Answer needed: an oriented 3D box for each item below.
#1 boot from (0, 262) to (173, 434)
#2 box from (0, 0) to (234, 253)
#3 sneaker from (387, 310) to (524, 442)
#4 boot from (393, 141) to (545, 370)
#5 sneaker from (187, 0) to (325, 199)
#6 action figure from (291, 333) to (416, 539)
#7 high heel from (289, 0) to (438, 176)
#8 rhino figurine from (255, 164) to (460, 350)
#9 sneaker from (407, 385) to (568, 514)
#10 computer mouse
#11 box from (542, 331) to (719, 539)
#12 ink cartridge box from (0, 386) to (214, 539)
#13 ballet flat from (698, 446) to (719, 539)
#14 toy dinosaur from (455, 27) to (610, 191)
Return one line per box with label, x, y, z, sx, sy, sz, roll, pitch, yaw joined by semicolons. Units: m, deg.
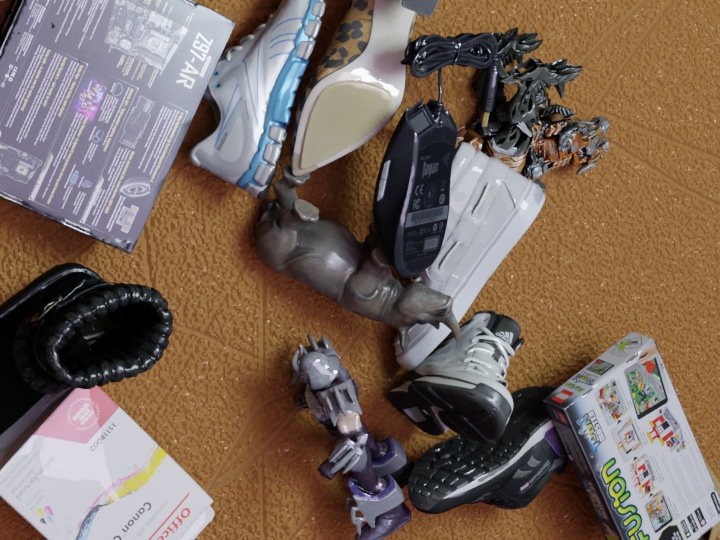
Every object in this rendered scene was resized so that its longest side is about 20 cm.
boot;-0.250;0.077;1.634;0.211;0.158;0.079;-46;117;-12
box;-0.211;-0.137;1.655;0.160;0.044;0.201;24;89;-21
sneaker;0.097;0.077;1.797;0.076;0.200;0.115;42;77;-12
boot;0.064;-0.016;1.822;0.095;0.074;0.200;34;107;-5
sneaker;-0.085;-0.165;1.724;0.086;0.075;0.201;18;81;-3
action figure;-0.013;0.136;1.791;0.069;0.130;0.200;-21;128;9
high heel;-0.003;-0.176;1.751;0.071;0.143;0.200;30;107;-20
rhino figurine;0.000;0.000;1.766;0.200;0.088;0.060;33;44;-4
sneaker;0.123;0.182;1.875;0.200;0.076;0.088;-28;120;-40
computer mouse;0.058;-0.101;1.731;0.140;0.046;0.201;-22;122;-53
box;0.246;0.167;1.906;0.110;0.035;0.201;-34;116;-19
ink cartridge box;-0.204;0.184;1.732;0.117;0.067;0.200;-48;117;-11
ballet flat;0.284;0.180;1.977;0.200;0.068;0.063;51;47;-26
toy dinosaur;0.132;-0.124;1.833;0.200;0.102;0.136;-17;126;-46
